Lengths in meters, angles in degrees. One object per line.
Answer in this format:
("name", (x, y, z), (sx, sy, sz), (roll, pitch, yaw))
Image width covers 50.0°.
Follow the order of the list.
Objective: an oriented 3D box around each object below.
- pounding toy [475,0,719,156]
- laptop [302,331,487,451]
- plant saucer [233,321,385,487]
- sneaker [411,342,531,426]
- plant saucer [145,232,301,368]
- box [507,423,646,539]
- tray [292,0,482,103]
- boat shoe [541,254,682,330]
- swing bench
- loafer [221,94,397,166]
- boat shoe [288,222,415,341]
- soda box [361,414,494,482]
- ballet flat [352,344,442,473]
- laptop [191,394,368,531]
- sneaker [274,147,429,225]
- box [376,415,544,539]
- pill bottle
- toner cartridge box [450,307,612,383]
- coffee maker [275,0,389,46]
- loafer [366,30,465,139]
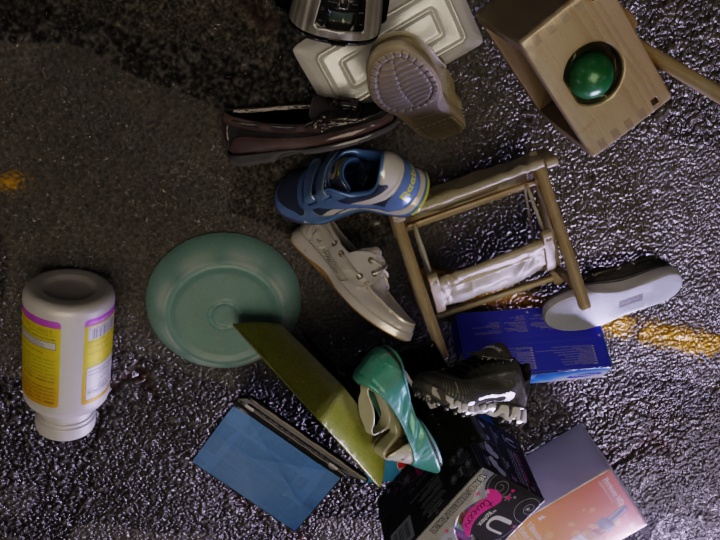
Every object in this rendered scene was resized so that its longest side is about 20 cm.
("pounding toy", (0.252, -0.227, 0.820), (0.142, 0.200, 0.184), (-38, 117, 10))
("laptop", (0.041, 0.149, 1.005), (0.199, 0.104, 0.178), (-19, 122, 21))
("plant saucer", (-0.050, 0.153, 0.958), (0.048, 0.200, 0.200), (-42, 137, -10))
("sneaker", (0.135, 0.123, 0.895), (0.199, 0.066, 0.091), (19, 87, -42))
("plant saucer", (-0.173, 0.050, 0.986), (0.198, 0.036, 0.201), (-4, 118, -8))
("box", (0.307, 0.363, 1.194), (0.199, 0.107, 0.152), (-34, 118, 9))
("tray", (0.034, -0.253, 0.871), (0.199, 0.022, 0.108), (-29, 119, 6))
("boat shoe", (0.330, 0.022, 1.042), (0.199, 0.066, 0.070), (-18, 131, -6))
("swing bench", (0.150, -0.029, 0.947), (0.198, 0.130, 0.201), (-18, 106, 1))
("loafer", (-0.061, -0.166, 0.861), (0.199, 0.072, 0.063), (-11, 117, 11))
("boat shoe", (0.000, 0.000, 0.921), (0.200, 0.071, 0.069), (44, 97, 17))
("soda box", (0.099, 0.258, 1.126), (0.198, 0.064, 0.068), (0, 118, -10))
("ballet flat", (0.037, 0.180, 0.915), (0.070, 0.067, 0.201), (-35, 121, -22))
("laptop", (-0.115, 0.267, 1.041), (0.187, 0.200, 0.116), (36, 74, -6))
("sneaker", (-0.024, -0.100, 0.868), (0.199, 0.075, 0.082), (-5, 161, 33))
("box", (0.131, 0.314, 1.049), (0.114, 0.132, 0.200), (29, 110, -21))
("pill bottle", (-0.358, 0.107, 0.945), (0.103, 0.104, 0.201), (6, 116, -13))
("toner cartridge box", (0.229, 0.102, 1.046), (0.198, 0.096, 0.043), (-3, 153, -8))
("coffee maker", (-0.007, -0.348, 0.746), (0.134, 0.193, 0.201), (21, 136, 2))
("loafer", (0.058, -0.205, 0.833), (0.075, 0.069, 0.200), (-14, 162, 18))
